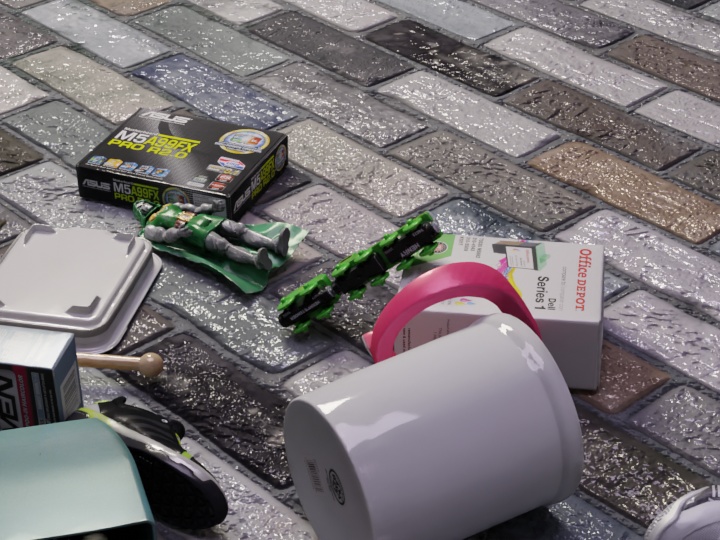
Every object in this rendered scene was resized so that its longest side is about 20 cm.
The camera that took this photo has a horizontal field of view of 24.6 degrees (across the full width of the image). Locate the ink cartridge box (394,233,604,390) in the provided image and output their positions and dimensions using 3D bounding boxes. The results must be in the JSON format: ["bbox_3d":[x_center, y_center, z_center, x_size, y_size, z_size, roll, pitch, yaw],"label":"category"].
[{"bbox_3d":[0.140,0.038,1.625,0.199,0.084,0.145,4,33,8],"label":"ink cartridge box"}]

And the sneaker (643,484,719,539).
[{"bbox_3d":[0.335,0.231,1.327,0.198,0.076,0.115,-3,30,-10],"label":"sneaker"}]

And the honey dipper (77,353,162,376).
[{"bbox_3d":[-0.290,0.084,1.597,0.198,0.038,0.038,4,32,1],"label":"honey dipper"}]

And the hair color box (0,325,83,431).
[{"bbox_3d":[-0.360,0.102,1.520,0.199,0.100,0.061,6,34,11],"label":"hair color box"}]

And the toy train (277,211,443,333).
[{"bbox_3d":[0.000,0.000,1.635,0.199,0.042,0.056,-32,11,23],"label":"toy train"}]

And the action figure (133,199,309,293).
[{"bbox_3d":[-0.169,-0.041,1.789,0.199,0.055,0.118,15,38,30],"label":"action figure"}]

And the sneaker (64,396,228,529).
[{"bbox_3d":[-0.178,0.156,1.459,0.199,0.072,0.083,25,39,34],"label":"sneaker"}]

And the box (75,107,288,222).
[{"bbox_3d":[-0.205,-0.122,1.920,0.199,0.045,0.160,12,35,19],"label":"box"}]

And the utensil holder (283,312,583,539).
[{"bbox_3d":[0.059,0.147,1.381,0.199,0.171,0.170,-20,37,-24],"label":"utensil holder"}]

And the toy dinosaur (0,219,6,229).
[{"bbox_3d":[-0.441,-0.002,1.703,0.076,0.103,0.200,0,21,26],"label":"toy dinosaur"}]

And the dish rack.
[{"bbox_3d":[-0.310,0.011,1.716,0.170,0.044,0.200,5,32,11],"label":"dish rack"}]

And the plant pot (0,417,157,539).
[{"bbox_3d":[-0.238,0.212,1.320,0.140,0.142,0.200,-7,27,-10],"label":"plant pot"}]

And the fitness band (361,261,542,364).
[{"bbox_3d":[0.086,0.065,1.491,0.143,0.200,0.038,-27,52,10],"label":"fitness band"}]
